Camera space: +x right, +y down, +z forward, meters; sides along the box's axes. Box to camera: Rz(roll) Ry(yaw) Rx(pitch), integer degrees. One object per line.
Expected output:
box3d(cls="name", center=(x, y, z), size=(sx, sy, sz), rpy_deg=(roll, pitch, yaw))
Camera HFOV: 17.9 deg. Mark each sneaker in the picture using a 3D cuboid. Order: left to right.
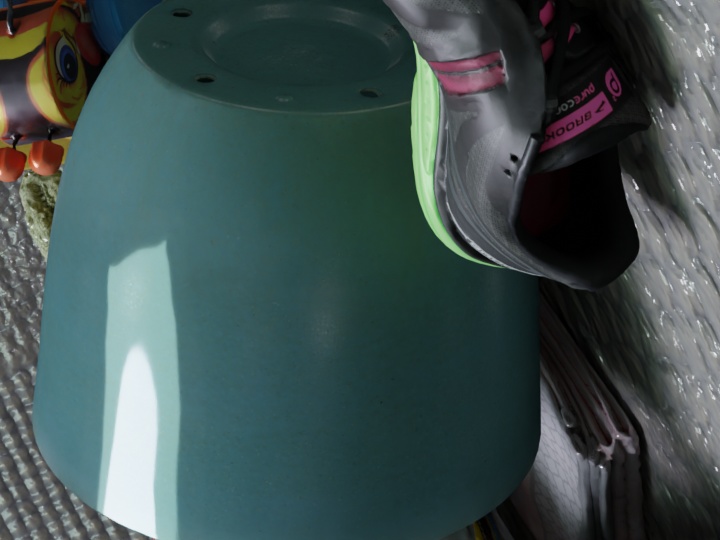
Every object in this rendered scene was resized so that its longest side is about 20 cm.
box3d(cls="sneaker", center=(0.048, -0.073, 0.686), size=(0.084, 0.077, 0.200), rpy_deg=(32, 156, 40))

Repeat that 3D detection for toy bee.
box3d(cls="toy bee", center=(-0.129, -0.080, 0.949), size=(0.131, 0.200, 0.109), rpy_deg=(-17, 65, 42))

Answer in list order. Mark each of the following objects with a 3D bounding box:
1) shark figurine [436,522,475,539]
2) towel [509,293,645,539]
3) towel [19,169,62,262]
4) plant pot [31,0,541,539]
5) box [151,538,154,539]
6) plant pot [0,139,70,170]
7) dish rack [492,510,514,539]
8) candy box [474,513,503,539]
box3d(cls="shark figurine", center=(-0.044, 0.095, 0.928), size=(0.089, 0.214, 0.128), rpy_deg=(29, -131, -33))
box3d(cls="towel", center=(0.069, 0.057, 1.037), size=(0.191, 0.032, 0.200), rpy_deg=(58, 169, 33))
box3d(cls="towel", center=(-0.107, 0.043, 1.187), size=(0.200, 0.036, 0.148), rpy_deg=(60, -175, 21))
box3d(cls="plant pot", center=(-0.024, -0.014, 0.860), size=(0.201, 0.200, 0.161), rpy_deg=(-129, 36, -53))
box3d(cls="box", center=(-0.032, 0.143, 1.042), size=(0.095, 0.200, 0.103), rpy_deg=(30, 151, -35))
box3d(cls="plant pot", center=(-0.172, -0.140, 1.150), size=(0.200, 0.199, 0.177), rpy_deg=(-159, 61, -77))
box3d(cls="dish rack", center=(0.079, 0.172, 1.260), size=(0.200, 0.043, 0.172), rpy_deg=(57, 175, 32))
box3d(cls="candy box", center=(0.039, 0.092, 1.154), size=(0.102, 0.026, 0.200), rpy_deg=(61, -173, -57))
